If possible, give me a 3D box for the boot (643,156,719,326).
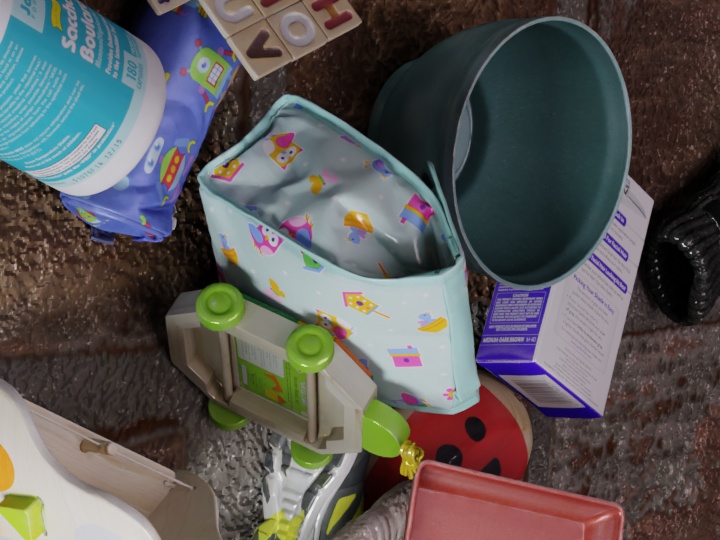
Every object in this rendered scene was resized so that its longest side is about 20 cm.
[{"bbox_3d":[0.337,0.008,1.891,0.158,0.079,0.212,-48,118,-35],"label":"boot"}]

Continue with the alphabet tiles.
[{"bbox_3d":[-0.090,-0.225,1.389,0.167,0.008,0.201,-32,84,-36],"label":"alphabet tiles"}]

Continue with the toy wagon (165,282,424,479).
[{"bbox_3d":[-0.042,0.082,1.449,0.040,0.199,0.156,-59,165,-28],"label":"toy wagon"}]

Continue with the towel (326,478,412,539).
[{"bbox_3d":[-0.008,0.262,1.574,0.132,0.034,0.201,-33,143,-49],"label":"towel"}]

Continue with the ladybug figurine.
[{"bbox_3d":[0.068,0.160,1.667,0.200,0.072,0.136,-40,125,-31],"label":"ladybug figurine"}]

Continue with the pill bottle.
[{"bbox_3d":[-0.221,-0.131,1.288,0.200,0.110,0.112,30,78,-45],"label":"pill bottle"}]

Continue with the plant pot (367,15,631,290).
[{"bbox_3d":[0.091,-0.096,1.588,0.199,0.134,0.202,-13,109,-42],"label":"plant pot"}]

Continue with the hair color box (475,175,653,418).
[{"bbox_3d":[0.168,0.006,1.711,0.109,0.064,0.201,38,61,-43],"label":"hair color box"}]

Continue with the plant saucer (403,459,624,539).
[{"bbox_3d":[0.099,0.256,1.563,0.199,0.037,0.201,15,78,-31],"label":"plant saucer"}]

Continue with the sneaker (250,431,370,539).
[{"bbox_3d":[-0.030,0.174,1.584,0.084,0.074,0.201,15,97,-51],"label":"sneaker"}]

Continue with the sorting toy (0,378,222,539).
[{"bbox_3d":[-0.155,0.164,1.372,0.200,0.179,0.108,32,76,-43],"label":"sorting toy"}]

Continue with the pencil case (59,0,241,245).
[{"bbox_3d":[-0.129,-0.112,1.406,0.087,0.078,0.201,29,78,-37],"label":"pencil case"}]

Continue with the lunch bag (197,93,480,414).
[{"bbox_3d":[0.000,0.000,1.441,0.122,0.199,0.171,-46,151,-27],"label":"lunch bag"}]
